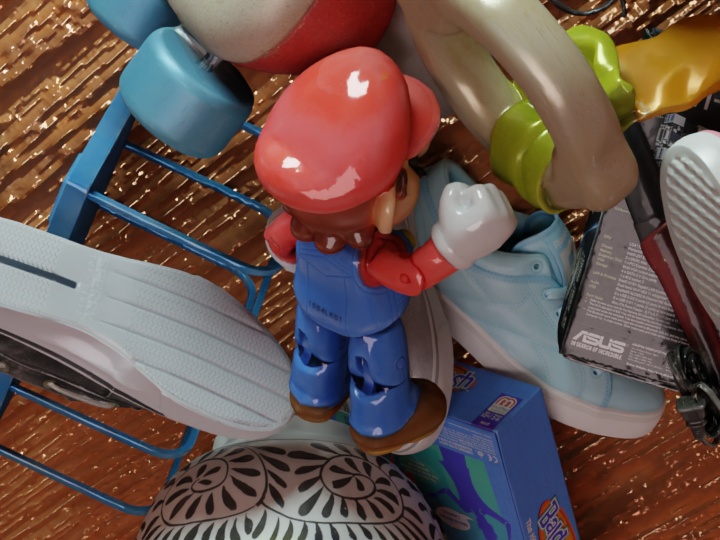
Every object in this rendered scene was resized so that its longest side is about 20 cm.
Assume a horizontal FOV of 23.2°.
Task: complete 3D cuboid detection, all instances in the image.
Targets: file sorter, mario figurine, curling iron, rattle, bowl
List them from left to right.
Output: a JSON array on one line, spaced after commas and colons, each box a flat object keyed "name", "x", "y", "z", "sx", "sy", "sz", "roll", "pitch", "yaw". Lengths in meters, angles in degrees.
[{"name": "file sorter", "x": -0.122, "y": 0.014, "z": 0.986, "sx": 0.122, "sy": 0.139, "sz": 0.201, "roll": 24, "pitch": 124, "yaw": -6}, {"name": "bowl", "x": -0.041, "y": 0.140, "z": 0.983, "sx": 0.198, "sy": 0.095, "sz": 0.201, "roll": -2, "pitch": 154, "yaw": -1}, {"name": "mario figurine", "x": 0.011, "y": -0.017, "z": 0.824, "sx": 0.122, "sy": 0.107, "sz": 0.202, "roll": 1, "pitch": 128, "yaw": 3}, {"name": "rattle", "x": 0.076, "y": -0.134, "z": 0.743, "sx": 0.142, "sy": 0.130, "sz": 0.201, "roll": -34, "pitch": 103, "yaw": 6}, {"name": "curling iron", "x": 0.142, "y": -0.014, "z": 0.824, "sx": 0.025, "sy": 0.049, "sz": 0.202, "roll": -17, "pitch": 89, "yaw": 21}]

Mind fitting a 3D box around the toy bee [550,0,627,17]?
[{"name": "toy bee", "x": 0.137, "y": -0.193, "z": 0.764, "sx": 0.129, "sy": 0.109, "sz": 0.202, "roll": -2, "pitch": 116, "yaw": 7}]

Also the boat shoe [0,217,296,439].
[{"name": "boat shoe", "x": -0.127, "y": 0.034, "z": 0.885, "sx": 0.198, "sy": 0.073, "sz": 0.071, "roll": 27, "pitch": 145, "yaw": -12}]

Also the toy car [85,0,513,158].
[{"name": "toy car", "x": -0.001, "y": -0.141, "z": 0.873, "sx": 0.199, "sy": 0.178, "sz": 0.185, "roll": 25, "pitch": 114, "yaw": -36}]

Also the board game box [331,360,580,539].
[{"name": "board game box", "x": 0.057, "y": 0.140, "z": 1.024, "sx": 0.151, "sy": 0.045, "sz": 0.202, "roll": 16, "pitch": 134, "yaw": 42}]

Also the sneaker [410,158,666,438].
[{"name": "sneaker", "x": 0.099, "y": 0.015, "z": 0.965, "sx": 0.199, "sy": 0.074, "sz": 0.082, "roll": 34, "pitch": 128, "yaw": -8}]

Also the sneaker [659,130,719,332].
[{"name": "sneaker", "x": 0.219, "y": 0.005, "z": 0.793, "sx": 0.104, "sy": 0.075, "sz": 0.201, "roll": -36, "pitch": 102, "yaw": -15}]

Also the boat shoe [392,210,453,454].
[{"name": "boat shoe", "x": 0.000, "y": 0.000, "z": 0.926, "sx": 0.071, "sy": 0.068, "sz": 0.203, "roll": -1, "pitch": 96, "yaw": 38}]

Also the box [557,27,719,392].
[{"name": "box", "x": 0.215, "y": -0.014, "z": 0.882, "sx": 0.198, "sy": 0.086, "sz": 0.166, "roll": 16, "pitch": 104, "yaw": 4}]
